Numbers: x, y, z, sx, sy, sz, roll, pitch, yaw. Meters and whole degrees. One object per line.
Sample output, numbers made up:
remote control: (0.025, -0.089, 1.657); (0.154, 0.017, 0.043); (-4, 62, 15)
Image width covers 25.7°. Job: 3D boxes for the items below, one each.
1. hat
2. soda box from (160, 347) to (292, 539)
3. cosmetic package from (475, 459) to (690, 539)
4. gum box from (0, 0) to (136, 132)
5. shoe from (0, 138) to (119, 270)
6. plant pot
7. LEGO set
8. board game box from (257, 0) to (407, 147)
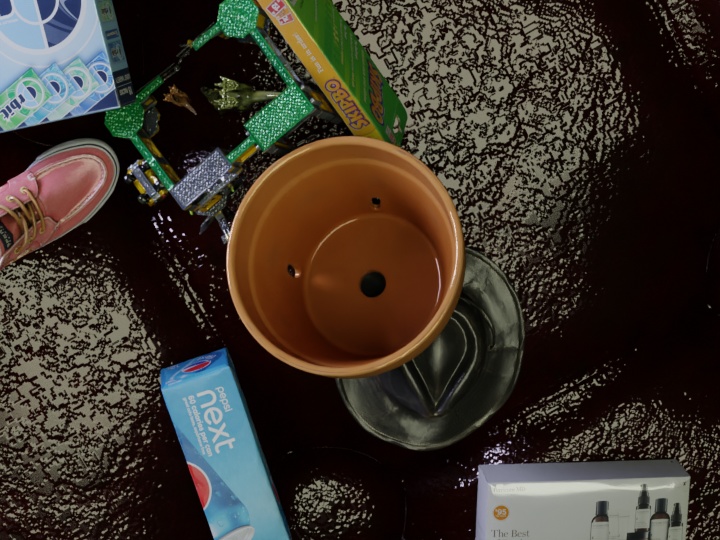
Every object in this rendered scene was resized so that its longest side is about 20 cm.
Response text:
hat: (0.069, 0.080, 1.447); (0.199, 0.081, 0.202); (-2, 104, -8)
soda box: (-0.122, 0.180, 1.457); (0.067, 0.064, 0.201); (-18, 105, -3)
cosmetic package: (0.213, 0.230, 1.519); (0.198, 0.051, 0.083); (-1, 103, -7)
gum box: (-0.293, -0.220, 1.315); (0.169, 0.045, 0.201); (-9, 102, 14)
shoe: (-0.295, -0.041, 1.366); (0.199, 0.091, 0.072); (-32, 106, 1)
plant pot: (0.000, 0.000, 1.354); (0.198, 0.140, 0.202); (-3, 78, 12)
LEGO set: (-0.112, -0.136, 1.374); (0.154, 0.116, 0.200); (45, 99, 10)
board game box: (-0.025, -0.189, 1.355); (0.030, 0.096, 0.200); (-31, 111, 23)
